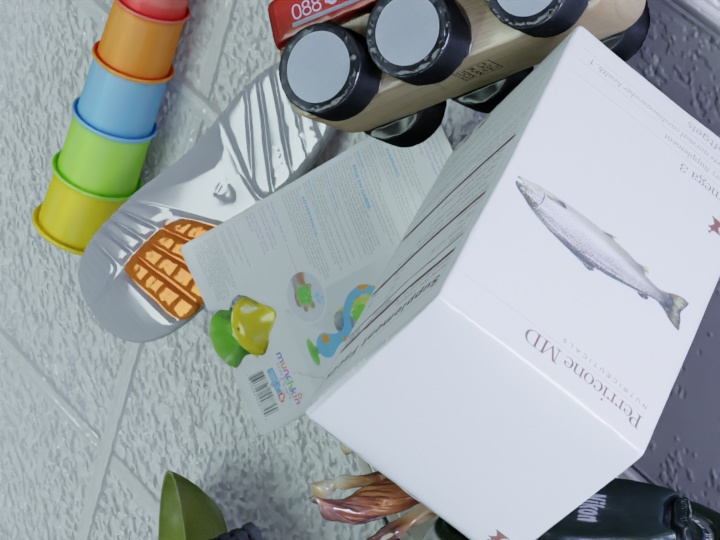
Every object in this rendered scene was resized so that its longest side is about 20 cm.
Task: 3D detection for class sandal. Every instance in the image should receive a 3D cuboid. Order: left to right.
[{"bbox_3d":[-0.072,-0.035,1.612,0.207,0.059,0.079,-44,70,21],"label":"sandal"}]

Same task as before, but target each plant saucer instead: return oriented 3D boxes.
[{"bbox_3d":[-0.092,0.214,1.638,0.200,0.031,0.201,178,90,-81],"label":"plant saucer"}]

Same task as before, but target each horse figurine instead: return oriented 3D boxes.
[{"bbox_3d":[0.041,0.078,1.366,0.132,0.200,0.050,-28,100,22],"label":"horse figurine"}]

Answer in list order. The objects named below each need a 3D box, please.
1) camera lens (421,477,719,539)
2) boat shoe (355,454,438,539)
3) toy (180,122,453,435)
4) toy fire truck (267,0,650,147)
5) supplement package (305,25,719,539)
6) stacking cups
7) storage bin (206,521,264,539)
[{"bbox_3d":[0.104,0.207,1.346,0.160,0.160,0.201,15,108,49],"label":"camera lens"},{"bbox_3d":[0.056,0.162,1.498,0.063,0.073,0.200,55,-169,-80],"label":"boat shoe"},{"bbox_3d":[0.000,0.000,1.523,0.200,0.047,0.115,-28,82,36],"label":"toy"},{"bbox_3d":[0.041,-0.179,1.400,0.176,0.129,0.201,-21,73,25],"label":"toy fire truck"},{"bbox_3d":[0.082,0.009,1.288,0.117,0.200,0.117,37,136,-9],"label":"supplement package"},{"bbox_3d":[-0.135,-0.105,1.681,0.061,0.060,0.200,45,124,37],"label":"stacking cups"},{"bbox_3d":[-0.058,0.246,1.441,0.135,0.094,0.200,97,148,-64],"label":"storage bin"}]
